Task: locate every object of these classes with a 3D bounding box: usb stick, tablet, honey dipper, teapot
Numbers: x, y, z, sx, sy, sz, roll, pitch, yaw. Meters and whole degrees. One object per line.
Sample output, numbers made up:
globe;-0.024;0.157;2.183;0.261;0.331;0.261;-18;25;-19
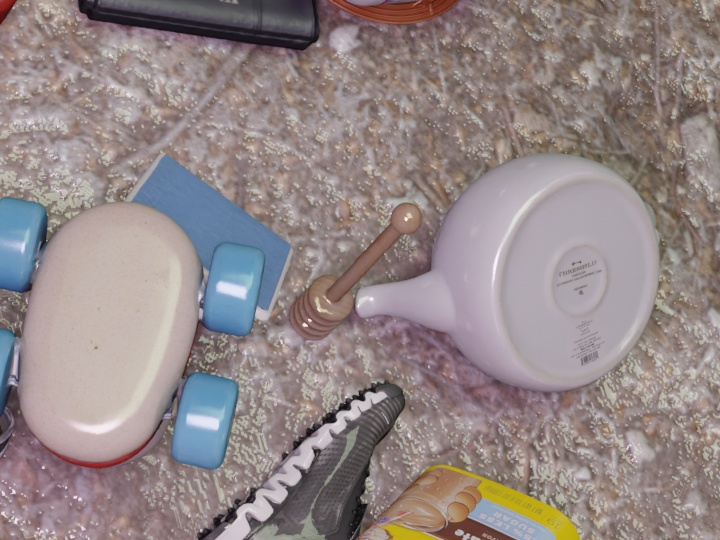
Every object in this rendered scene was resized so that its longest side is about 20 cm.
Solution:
usb stick;-0.128;-0.213;1.702;0.199;0.033;0.056;6;66;-23
tablet;-0.111;-0.026;1.557;0.130;0.014;0.200;36;14;-6
honey dipper;0.000;0.000;1.562;0.038;0.200;0.038;10;64;-21
teapot;0.130;-0.006;1.668;0.200;0.146;0.198;32;82;-33

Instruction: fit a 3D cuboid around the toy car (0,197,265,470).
toy car;-0.171;0.062;1.459;0.183;0.200;0.178;11;71;-1

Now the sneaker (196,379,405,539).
sneaker;-0.025;0.166;1.558;0.091;0.066;0.200;49;60;-1

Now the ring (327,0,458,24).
ring;0.014;-0.302;1.819;0.199;0.019;0.202;10;64;-22

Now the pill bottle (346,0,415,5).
pill bottle;0.035;-0.274;1.740;0.199;0.109;0.109;-9;71;-28

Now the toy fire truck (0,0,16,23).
toy fire truck;-0.336;-0.211;1.561;0.175;0.129;0.201;16;73;-18

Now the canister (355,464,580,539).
canister;0.052;0.229;1.496;0.148;0.087;0.200;19;33;24

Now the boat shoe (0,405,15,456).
boat shoe;-0.326;0.122;1.429;0.199;0.071;0.072;-20;77;-31
